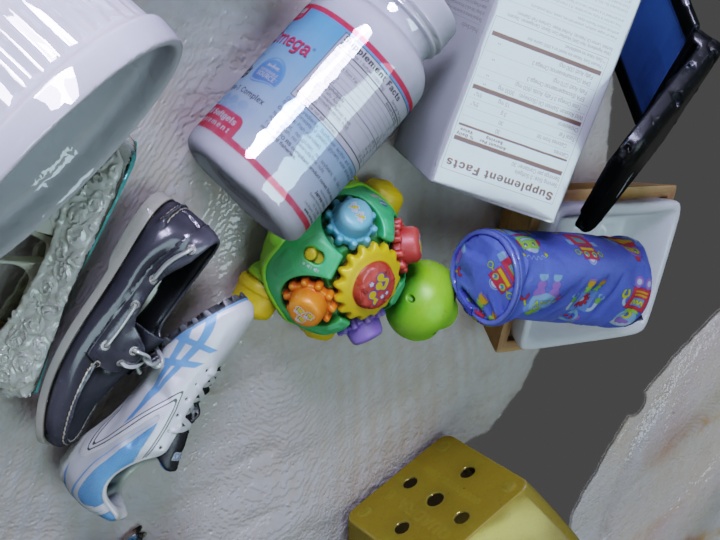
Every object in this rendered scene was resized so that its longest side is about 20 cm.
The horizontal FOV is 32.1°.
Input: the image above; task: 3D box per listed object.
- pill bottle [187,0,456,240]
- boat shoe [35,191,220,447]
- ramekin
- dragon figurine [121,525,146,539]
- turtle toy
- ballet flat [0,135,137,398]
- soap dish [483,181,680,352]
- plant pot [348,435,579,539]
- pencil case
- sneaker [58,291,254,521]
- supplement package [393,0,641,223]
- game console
[{"bbox_3d":[-0.024,-0.129,0.909,0.200,0.108,0.109,-49,135,-9],"label":"pill bottle"},{"bbox_3d":[-0.167,0.045,0.898,0.202,0.062,0.073,-62,173,2],"label":"boat shoe"},{"bbox_3d":[-0.205,-0.097,0.714,0.105,0.200,0.200,45,79,-3],"label":"ramekin"},{"bbox_3d":[-0.189,0.266,0.992,0.198,0.099,0.060,-15,122,-34],"label":"dragon figurine"},{"bbox_3d":[0.000,0.000,1.006,0.199,0.101,0.147,22,98,-45],"label":"turtle toy"},{"bbox_3d":[-0.216,-0.007,0.845,0.071,0.071,0.202,17,101,-44],"label":"ballet flat"},{"bbox_3d":[0.206,-0.011,1.193,0.198,0.081,0.160,-5,117,-39],"label":"soap dish"},{"bbox_3d":[0.100,0.283,1.199,0.199,0.199,0.178,-35,120,-20],"label":"plant pot"},{"bbox_3d":[0.164,0.009,1.056,0.198,0.078,0.087,2,130,-42],"label":"pencil case"},{"bbox_3d":[-0.144,0.102,0.951,0.200,0.072,0.072,-49,174,-1],"label":"sneaker"},{"bbox_3d":[0.121,-0.160,0.987,0.116,0.117,0.203,16,104,-19],"label":"supplement package"},{"bbox_3d":[0.210,-0.153,1.028,0.176,0.116,0.200,-50,170,-11],"label":"game console"}]
